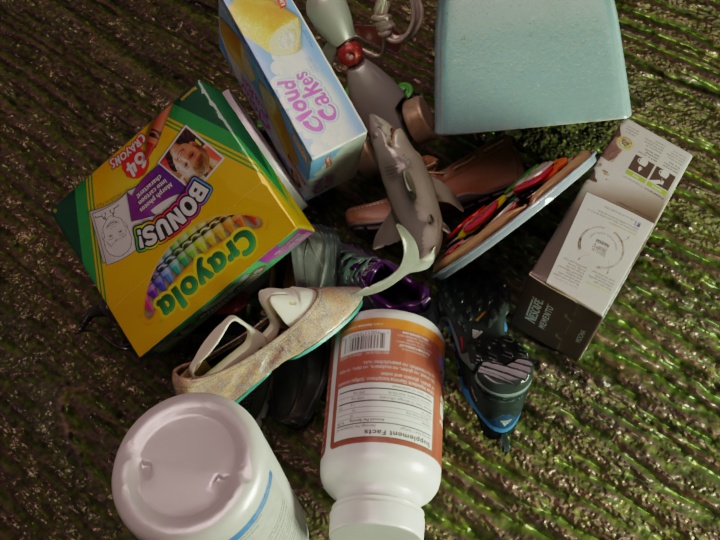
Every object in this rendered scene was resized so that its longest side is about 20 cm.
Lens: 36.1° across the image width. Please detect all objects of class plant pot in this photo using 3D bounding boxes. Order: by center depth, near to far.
[{"bbox_3d":[0.167,-0.260,1.136,0.192,0.204,0.197,-4,15,7],"label":"plant pot"}]

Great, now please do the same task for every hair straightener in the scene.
[{"bbox_3d":[-0.197,0.064,1.120,0.196,0.078,0.041,-5,32,14],"label":"hair straightener"}]

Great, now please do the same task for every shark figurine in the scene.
[{"bbox_3d":[0.039,-0.038,1.067,0.089,0.128,0.217,-33,37,26],"label":"shark figurine"}]

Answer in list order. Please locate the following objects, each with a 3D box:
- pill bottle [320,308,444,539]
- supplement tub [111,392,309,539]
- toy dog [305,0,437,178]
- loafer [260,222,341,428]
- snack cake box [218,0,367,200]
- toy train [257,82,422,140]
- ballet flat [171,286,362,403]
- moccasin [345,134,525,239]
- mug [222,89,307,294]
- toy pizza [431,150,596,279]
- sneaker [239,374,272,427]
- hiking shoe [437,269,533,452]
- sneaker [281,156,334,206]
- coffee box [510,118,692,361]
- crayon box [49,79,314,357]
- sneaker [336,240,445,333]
[{"bbox_3d":[0.020,0.148,1.006,0.110,0.113,0.203,-1,58,10],"label":"pill bottle"},{"bbox_3d":[-0.122,0.204,0.944,0.129,0.201,0.134,-5,56,7],"label":"supplement tub"},{"bbox_3d":[0.012,-0.205,1.176,0.129,0.204,0.097,-4,19,8],"label":"toy dog"},{"bbox_3d":[-0.071,0.050,1.080,0.072,0.072,0.204,-9,73,43],"label":"loafer"},{"bbox_3d":[-0.073,-0.188,1.130,0.066,0.115,0.202,-26,78,-15],"label":"snack cake box"},{"bbox_3d":[-0.026,-0.179,1.267,0.196,0.042,0.057,-1,67,10],"label":"toy train"},{"bbox_3d":[-0.087,0.059,1.003,0.199,0.068,0.068,-38,22,-12],"label":"ballet flat"},{"bbox_3d":[0.076,-0.090,1.159,0.198,0.074,0.079,-22,81,-3],"label":"moccasin"},{"bbox_3d":[-0.153,-0.058,1.151,0.174,0.148,0.201,-35,63,2],"label":"mug"},{"bbox_3d":[0.143,-0.061,1.074,0.199,0.200,0.032,-38,90,-13],"label":"toy pizza"},{"bbox_3d":[-0.152,0.145,1.052,0.077,0.092,0.202,21,64,21],"label":"sneaker"},{"bbox_3d":[0.111,0.075,1.058,0.073,0.088,0.201,1,33,-5],"label":"hiking shoe"},{"bbox_3d":[-0.062,-0.168,1.216,0.078,0.074,0.204,-19,79,2],"label":"sneaker"},{"bbox_3d":[0.231,-0.029,1.069,0.079,0.114,0.201,30,66,11],"label":"coffee box"},{"bbox_3d":[-0.172,-0.047,1.056,0.199,0.058,0.174,-38,77,11],"label":"crayon box"},{"bbox_3d":[0.000,0.000,1.117,0.198,0.088,0.075,27,66,25],"label":"sneaker"}]
